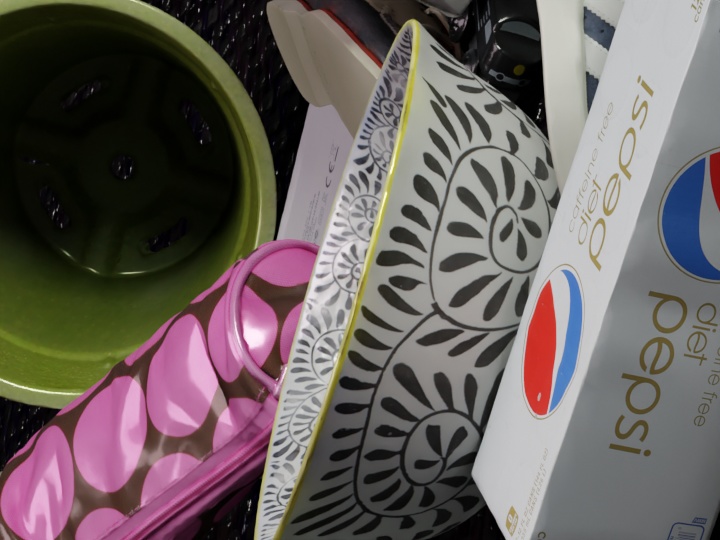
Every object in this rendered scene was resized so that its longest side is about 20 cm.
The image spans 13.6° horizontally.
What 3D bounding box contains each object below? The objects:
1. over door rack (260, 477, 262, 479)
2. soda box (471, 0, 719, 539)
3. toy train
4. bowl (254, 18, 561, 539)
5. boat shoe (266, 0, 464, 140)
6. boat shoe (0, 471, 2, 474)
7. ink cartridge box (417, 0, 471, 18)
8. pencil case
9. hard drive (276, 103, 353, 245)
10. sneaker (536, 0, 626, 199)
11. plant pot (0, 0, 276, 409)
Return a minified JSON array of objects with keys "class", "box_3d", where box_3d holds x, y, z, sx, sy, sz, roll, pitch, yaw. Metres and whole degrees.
[{"class":"over door rack","box_3d":[-0.058,0.154,1.352,0.200,0.066,0.149,180,101,-72]},{"class":"soda box","box_3d":[0.099,-0.002,0.965,0.068,0.063,0.201,-119,44,-64]},{"class":"toy train","box_3d":[0.052,-0.151,1.243,0.046,0.034,0.201,124,151,-44]},{"class":"bowl","box_3d":[0.033,0.019,1.079,0.201,0.094,0.202,-165,90,-84]},{"class":"boat shoe","box_3d":[0.012,-0.092,1.280,0.200,0.062,0.072,-134,24,-70]},{"class":"boat shoe","box_3d":[-0.238,0.168,1.905,0.200,0.072,0.060,-30,91,51]},{"class":"ink cartridge box","box_3d":[0.006,-0.205,1.197,0.129,0.125,0.200,-53,33,20]},{"class":"pencil case","box_3d":[-0.071,0.072,1.258,0.200,0.091,0.094,-43,14,38]},{"class":"hard drive","box_3d":[0.000,0.000,1.328,0.200,0.025,0.133,-134,56,-69]},{"class":"sneaker","box_3d":[0.102,-0.090,1.008,0.075,0.084,0.201,-60,-38,-73]},{"class":"plant pot","box_3d":[-0.133,-0.044,1.515,0.190,0.199,0.201,-65,-11,-82]}]
